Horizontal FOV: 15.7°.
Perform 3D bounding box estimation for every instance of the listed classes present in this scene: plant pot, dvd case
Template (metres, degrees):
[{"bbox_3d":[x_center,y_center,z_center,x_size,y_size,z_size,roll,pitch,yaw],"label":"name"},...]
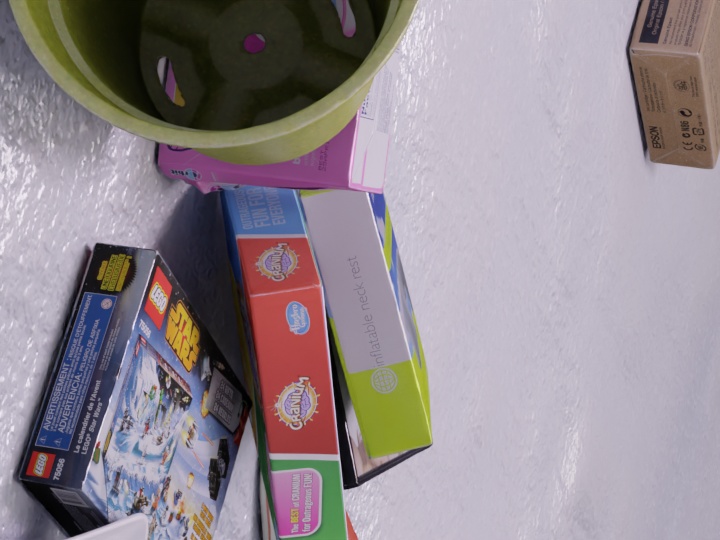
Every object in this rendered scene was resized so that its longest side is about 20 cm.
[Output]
[{"bbox_3d":[-0.060,-0.136,1.293,0.184,0.200,0.201,67,33,-78],"label":"plant pot"},{"bbox_3d":[0.005,0.062,1.741,0.200,0.018,0.143,-15,93,-74],"label":"dvd case"}]

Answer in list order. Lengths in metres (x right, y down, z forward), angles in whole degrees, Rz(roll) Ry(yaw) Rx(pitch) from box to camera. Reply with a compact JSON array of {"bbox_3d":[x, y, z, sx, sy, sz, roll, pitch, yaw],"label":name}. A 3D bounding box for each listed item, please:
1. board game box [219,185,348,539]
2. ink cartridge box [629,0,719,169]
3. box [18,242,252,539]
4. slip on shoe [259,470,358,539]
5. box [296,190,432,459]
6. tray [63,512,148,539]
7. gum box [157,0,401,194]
[{"bbox_3d":[-0.045,0.048,1.514,0.153,0.040,0.200,-107,-170,-54],"label":"board game box"},{"bbox_3d":[0.332,-0.225,2.635,0.200,0.075,0.165,70,31,-54],"label":"ink cartridge box"},{"bbox_3d":[-0.117,0.090,1.415,0.200,0.040,0.137,65,38,-60],"label":"box"},{"bbox_3d":[-0.029,0.167,1.687,0.074,0.061,0.200,-8,100,-69],"label":"slip on shoe"},{"bbox_3d":[0.000,0.000,1.608,0.122,0.048,0.200,-90,166,-70],"label":"box"},{"bbox_3d":[-0.158,0.225,1.332,0.107,0.022,0.200,-14,115,-55],"label":"tray"},{"bbox_3d":[-0.038,-0.137,1.442,0.066,0.113,0.200,5,92,-72],"label":"gum box"}]
